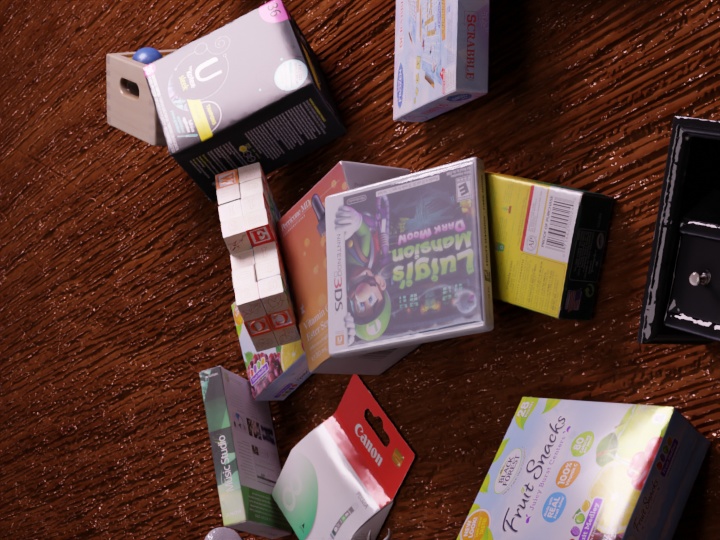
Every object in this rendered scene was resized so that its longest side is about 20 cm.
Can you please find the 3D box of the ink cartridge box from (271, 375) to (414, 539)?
[{"bbox_3d":[-0.024,0.250,1.639,0.161,0.050,0.201,51,128,43],"label":"ink cartridge box"}]

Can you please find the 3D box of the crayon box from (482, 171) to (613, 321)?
[{"bbox_3d":[0.165,-0.032,1.404,0.199,0.050,0.128,20,102,52],"label":"crayon box"}]

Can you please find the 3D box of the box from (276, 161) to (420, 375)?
[{"bbox_3d":[0.000,0.000,1.579,0.152,0.106,0.202,-40,56,44],"label":"box"}]

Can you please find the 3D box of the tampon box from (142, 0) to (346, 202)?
[{"bbox_3d":[-0.145,-0.214,1.705,0.199,0.126,0.151,-27,60,7],"label":"tampon box"}]

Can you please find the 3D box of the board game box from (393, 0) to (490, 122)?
[{"bbox_3d":[0.088,-0.277,1.493,0.199,0.041,0.202,173,99,-72],"label":"board game box"}]

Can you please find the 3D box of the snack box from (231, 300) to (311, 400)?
[{"bbox_3d":[-0.086,0.059,1.734,0.200,0.053,0.143,-44,52,42],"label":"snack box"}]

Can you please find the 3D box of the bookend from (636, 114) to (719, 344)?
[{"bbox_3d":[0.345,-0.016,1.123,0.198,0.091,0.202,19,103,53],"label":"bookend"}]

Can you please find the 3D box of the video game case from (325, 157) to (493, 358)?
[{"bbox_3d":[0.047,-0.011,1.442,0.198,0.023,0.184,-12,72,33],"label":"video game case"}]

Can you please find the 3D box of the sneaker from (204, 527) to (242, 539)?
[{"bbox_3d":[-0.194,0.459,1.828,0.115,0.075,0.202,-42,50,44],"label":"sneaker"}]

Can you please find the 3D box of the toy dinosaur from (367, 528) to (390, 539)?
[{"bbox_3d":[-0.026,0.385,1.582,0.199,0.077,0.103,-27,65,22],"label":"toy dinosaur"}]

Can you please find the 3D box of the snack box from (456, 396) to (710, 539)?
[{"bbox_3d":[0.202,0.208,1.258,0.199,0.068,0.170,-5,51,54],"label":"snack box"}]

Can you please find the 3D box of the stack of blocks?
[{"bbox_3d":[-0.123,-0.018,1.629,0.116,0.058,0.201,71,-175,-45],"label":"stack of blocks"}]

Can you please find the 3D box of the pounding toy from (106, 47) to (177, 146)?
[{"bbox_3d":[-0.227,-0.260,1.874,0.199,0.183,0.144,26,119,52],"label":"pounding toy"}]

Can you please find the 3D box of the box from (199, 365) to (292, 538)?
[{"bbox_3d":[-0.146,0.234,1.730,0.036,0.144,0.202,-20,67,15],"label":"box"}]
